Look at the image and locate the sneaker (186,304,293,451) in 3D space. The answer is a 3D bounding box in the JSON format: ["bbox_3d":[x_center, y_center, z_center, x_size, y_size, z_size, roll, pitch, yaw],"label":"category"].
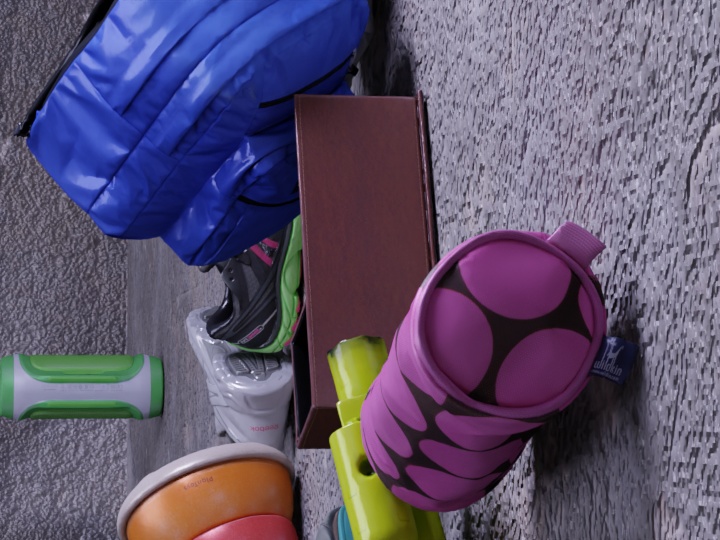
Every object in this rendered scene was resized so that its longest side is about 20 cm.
[{"bbox_3d":[-0.100,0.094,1.952,0.200,0.078,0.100,-111,20,-66],"label":"sneaker"}]

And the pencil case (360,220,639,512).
[{"bbox_3d":[0.054,0.045,1.049,0.094,0.091,0.200,-59,0,-18],"label":"pencil case"}]

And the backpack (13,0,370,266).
[{"bbox_3d":[-0.080,-0.119,1.459,0.162,0.168,0.200,-41,-10,-46],"label":"backpack"}]

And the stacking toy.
[{"bbox_3d":[-0.092,0.245,1.819,0.146,0.146,0.200,105,147,-55],"label":"stacking toy"}]

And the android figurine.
[{"bbox_3d":[0.023,0.139,1.207,0.182,0.041,0.201,69,-173,-68],"label":"android figurine"}]

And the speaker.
[{"bbox_3d":[-0.348,0.145,2.982,0.088,0.199,0.089,-179,90,-80],"label":"speaker"}]

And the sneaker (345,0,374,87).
[{"bbox_3d":[-0.017,-0.187,1.527,0.200,0.076,0.081,100,156,-61],"label":"sneaker"}]

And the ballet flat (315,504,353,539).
[{"bbox_3d":[0.003,0.206,1.374,0.200,0.067,0.064,-96,23,-65],"label":"ballet flat"}]

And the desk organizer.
[{"bbox_3d":[0.000,0.000,1.376,0.072,0.077,0.201,112,156,-64],"label":"desk organizer"}]

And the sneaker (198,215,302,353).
[{"bbox_3d":[-0.087,-0.030,1.847,0.077,0.083,0.201,-123,35,-71],"label":"sneaker"}]
